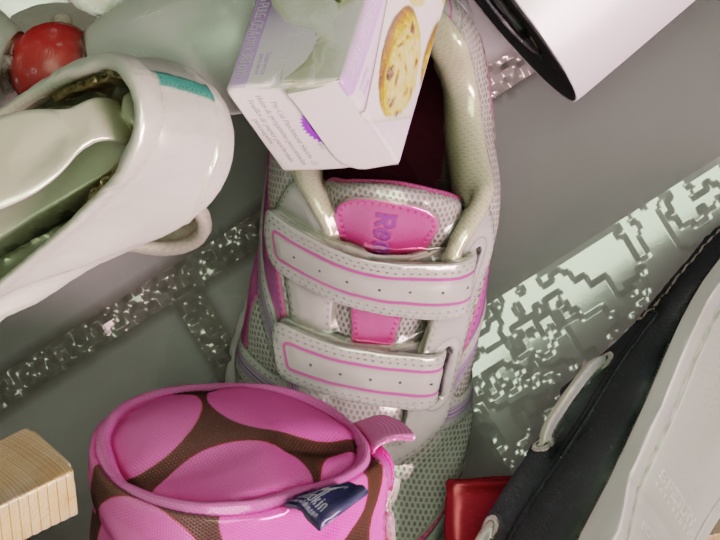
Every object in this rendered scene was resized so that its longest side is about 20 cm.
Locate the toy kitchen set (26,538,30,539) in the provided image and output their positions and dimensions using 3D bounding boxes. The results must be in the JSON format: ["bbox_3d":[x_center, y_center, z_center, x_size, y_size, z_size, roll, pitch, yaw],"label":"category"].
[{"bbox_3d":[-0.231,0.095,0.777,0.163,0.200,0.181,37,89,37],"label":"toy kitchen set"}]

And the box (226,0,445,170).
[{"bbox_3d":[0.010,-0.121,0.785,0.038,0.042,0.201,-2,54,28],"label":"box"}]

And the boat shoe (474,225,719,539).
[{"bbox_3d":[0.082,0.054,0.814,0.200,0.060,0.076,-54,133,-35],"label":"boat shoe"}]

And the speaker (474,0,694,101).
[{"bbox_3d":[0.114,-0.144,0.824,0.200,0.081,0.081,-41,94,-2],"label":"speaker"}]

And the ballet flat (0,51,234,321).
[{"bbox_3d":[-0.128,-0.002,0.737,0.199,0.069,0.070,-32,94,7],"label":"ballet flat"}]

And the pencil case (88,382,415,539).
[{"bbox_3d":[-0.031,0.137,0.799,0.093,0.091,0.202,-10,116,-25],"label":"pencil case"}]

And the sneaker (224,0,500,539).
[{"bbox_3d":[0.000,0.000,0.817,0.081,0.088,0.202,1,92,-4],"label":"sneaker"}]

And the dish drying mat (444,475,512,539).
[{"bbox_3d":[0.046,0.164,0.841,0.018,0.077,0.202,4,92,36],"label":"dish drying mat"}]

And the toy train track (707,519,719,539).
[{"bbox_3d":[0.182,0.074,0.854,0.198,0.033,0.115,-5,133,5],"label":"toy train track"}]

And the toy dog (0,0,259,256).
[{"bbox_3d":[-0.122,-0.086,0.805,0.198,0.132,0.097,11,60,-11],"label":"toy dog"}]

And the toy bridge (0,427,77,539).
[{"bbox_3d":[-0.111,0.141,0.782,0.067,0.027,0.201,-24,134,-31],"label":"toy bridge"}]
